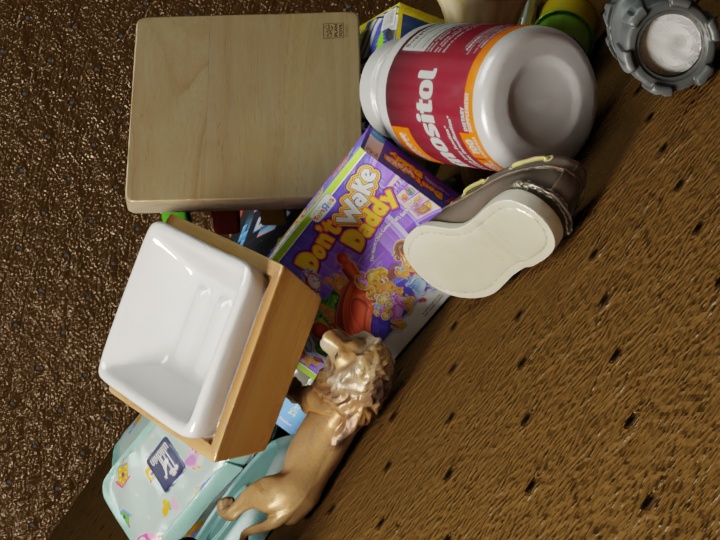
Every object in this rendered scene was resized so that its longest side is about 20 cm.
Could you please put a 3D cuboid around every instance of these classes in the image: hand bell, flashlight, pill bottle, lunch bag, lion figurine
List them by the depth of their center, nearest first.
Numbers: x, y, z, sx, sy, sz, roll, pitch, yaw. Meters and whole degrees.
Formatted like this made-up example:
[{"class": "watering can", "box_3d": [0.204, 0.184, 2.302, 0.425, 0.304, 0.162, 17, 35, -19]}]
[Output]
[{"class": "flashlight", "box_3d": [0.200, -0.166, 1.228, 0.068, 0.068, 0.200, -53, 8, 13]}, {"class": "lion figurine", "box_3d": [-0.039, 0.140, 1.393, 0.122, 0.072, 0.201, 6, 74, 67]}, {"class": "pill bottle", "box_3d": [0.086, -0.138, 1.407, 0.113, 0.113, 0.200, -55, 29, -12]}, {"class": "hand bell", "box_3d": [0.104, -0.155, 1.541, 0.104, 0.103, 0.201, -73, -17, -68]}, {"class": "lunch bag", "box_3d": [-0.161, 0.179, 1.742, 0.171, 0.122, 0.200, -50, 16, 16]}]

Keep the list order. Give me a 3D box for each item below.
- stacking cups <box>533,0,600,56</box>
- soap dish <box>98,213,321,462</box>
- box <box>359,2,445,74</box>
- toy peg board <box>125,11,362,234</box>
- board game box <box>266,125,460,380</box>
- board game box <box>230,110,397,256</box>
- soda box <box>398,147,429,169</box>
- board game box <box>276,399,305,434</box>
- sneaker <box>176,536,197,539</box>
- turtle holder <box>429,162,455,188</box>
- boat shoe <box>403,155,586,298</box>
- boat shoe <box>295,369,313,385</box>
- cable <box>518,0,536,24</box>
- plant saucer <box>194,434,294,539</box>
[{"class": "stacking cups", "box_3d": [0.163, -0.175, 1.523, 0.061, 0.060, 0.200, -49, 9, 34]}, {"class": "soap dish", "box_3d": [-0.121, 0.053, 1.418, 0.200, 0.081, 0.158, 23, 94, 56]}, {"class": "box", "box_3d": [0.007, -0.177, 1.636, 0.200, 0.070, 0.065, -20, 59, 56]}, {"class": "toy peg board", "box_3d": [-0.097, -0.117, 1.566, 0.098, 0.198, 0.201, 88, -179, -57]}, {"class": "board game box", "box_3d": [0.000, 0.000, 1.468, 0.200, 0.134, 0.045, -50, 9, 28]}, {"class": "board game box", "box_3d": [-0.053, -0.054, 1.653, 0.200, 0.057, 0.166, -22, 46, 58]}, {"class": "soda box", "box_3d": [0.034, -0.105, 1.709, 0.068, 0.064, 0.201, 90, -173, -54]}, {"class": "board game box", "box_3d": [-0.129, 0.065, 1.728, 0.037, 0.200, 0.151, -52, 8, 14]}, {"class": "sneaker", "box_3d": [-0.106, 0.241, 1.328, 0.106, 0.075, 0.200, -47, 18, 15]}, {"class": "turtle holder", "box_3d": [-0.005, -0.068, 1.820, 0.186, 0.131, 0.141, -52, 8, 14]}, {"class": "boat shoe", "box_3d": [0.096, -0.032, 1.277, 0.060, 0.072, 0.200, -50, 9, -24]}, {"class": "boat shoe", "box_3d": [-0.043, 0.068, 1.713, 0.072, 0.060, 0.202, -51, 8, 15]}, {"class": "cable", "box_3d": [0.117, -0.197, 1.668, 0.201, 0.069, 0.201, -75, -1, -49]}, {"class": "plant saucer", "box_3d": [-0.109, 0.222, 1.571, 0.200, 0.027, 0.200, -52, 8, 10]}]
